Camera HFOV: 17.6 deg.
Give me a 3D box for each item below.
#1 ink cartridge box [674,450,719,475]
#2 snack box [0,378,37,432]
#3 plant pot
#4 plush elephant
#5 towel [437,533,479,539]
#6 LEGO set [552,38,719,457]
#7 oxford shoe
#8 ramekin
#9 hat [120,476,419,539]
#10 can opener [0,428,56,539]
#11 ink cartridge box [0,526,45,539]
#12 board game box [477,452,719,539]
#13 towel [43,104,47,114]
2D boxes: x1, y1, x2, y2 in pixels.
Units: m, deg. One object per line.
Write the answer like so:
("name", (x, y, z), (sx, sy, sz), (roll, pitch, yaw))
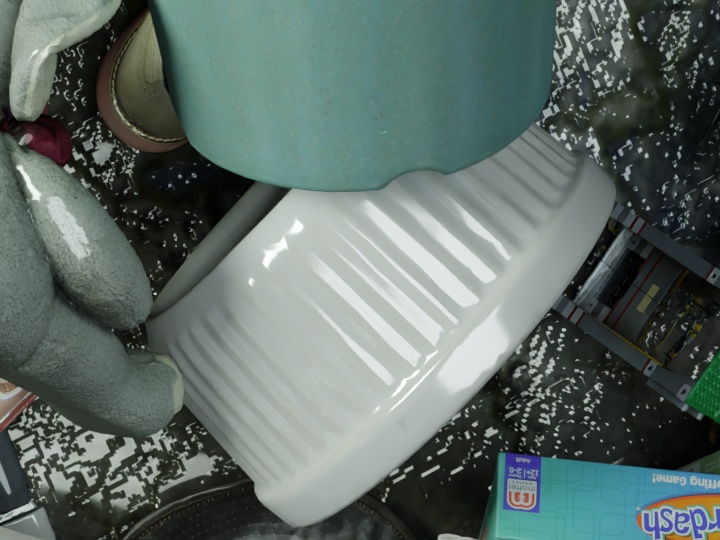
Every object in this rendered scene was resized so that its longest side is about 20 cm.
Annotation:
("ink cartridge box", (0.236, 0.137, 1.091), (0.200, 0.145, 0.048), (27, 49, -33))
("snack box", (-0.215, 0.080, 0.959), (0.200, 0.024, 0.072), (-44, 85, 6))
("plant pot", (-0.007, -0.148, 0.852), (0.200, 0.200, 0.196), (-17, 127, -16))
("plush elephant", (-0.153, -0.043, 0.868), (0.164, 0.200, 0.155), (6, 70, 12))
("towel", (0.124, 0.173, 1.008), (0.191, 0.200, 0.032), (1, 54, 6))
("LEGO set", (0.180, -0.009, 1.090), (0.154, 0.116, 0.200), (17, 105, -47))
("oxford shoe", (-0.036, -0.137, 1.001), (0.071, 0.074, 0.200), (34, 74, -17))
("ramekin", (0.000, 0.000, 0.973), (0.105, 0.200, 0.200), (43, 82, -7))
("hat", (-0.033, 0.194, 1.037), (0.200, 0.081, 0.201), (-2, 97, -19))
("can opener", (-0.164, 0.094, 0.991), (0.053, 0.067, 0.200), (-22, 102, -15))
("ink cartridge box", (-0.129, 0.175, 0.938), (0.200, 0.067, 0.117), (18, 101, -12))
("board game box", (0.149, 0.144, 1.032), (0.200, 0.152, 0.045), (6, 56, -1))
("towel", (-0.198, -0.107, 0.902), (0.144, 0.023, 0.200), (-17, 121, -22))
